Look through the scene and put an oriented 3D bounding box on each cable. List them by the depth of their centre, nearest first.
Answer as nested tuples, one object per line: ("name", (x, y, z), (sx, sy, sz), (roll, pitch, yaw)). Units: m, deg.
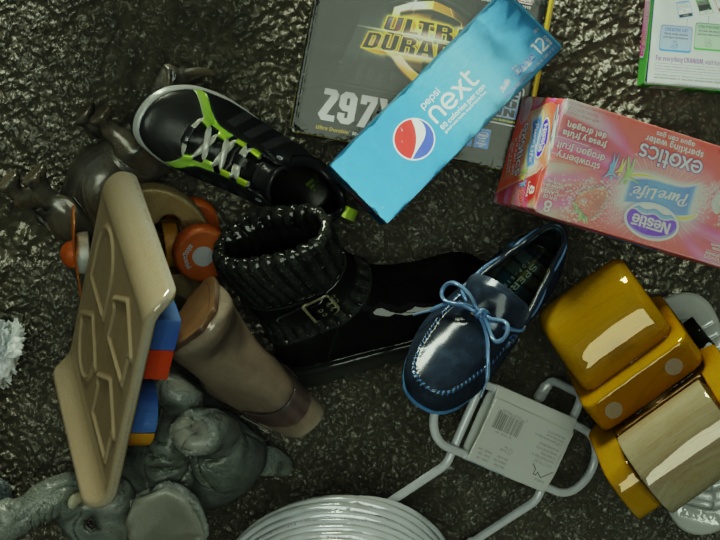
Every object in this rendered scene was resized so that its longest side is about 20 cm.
("cable", (-0.019, 0.271, 1.371), (0.199, 0.069, 0.200), (10, 126, -4))

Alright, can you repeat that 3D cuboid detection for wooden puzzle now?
("wooden puzzle", (-0.182, 0.052, 1.281), (0.046, 0.185, 0.200), (7, 121, -25))

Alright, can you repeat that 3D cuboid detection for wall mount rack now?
("wall mount rack", (0.100, 0.155, 1.379), (0.200, 0.075, 0.174), (26, 89, -38))

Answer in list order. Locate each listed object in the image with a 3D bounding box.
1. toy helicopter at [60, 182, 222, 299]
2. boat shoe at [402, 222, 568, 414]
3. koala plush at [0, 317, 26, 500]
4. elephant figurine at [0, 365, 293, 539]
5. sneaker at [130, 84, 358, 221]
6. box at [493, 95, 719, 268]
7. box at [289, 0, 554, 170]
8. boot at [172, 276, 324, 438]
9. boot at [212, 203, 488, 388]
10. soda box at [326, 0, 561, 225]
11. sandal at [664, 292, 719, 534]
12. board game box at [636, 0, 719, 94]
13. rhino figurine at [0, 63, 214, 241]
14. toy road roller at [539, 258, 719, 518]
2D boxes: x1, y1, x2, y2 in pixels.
("toy helicopter", (-0.201, 0.019, 1.390), (0.132, 0.079, 0.200), (18, 109, -21))
("boat shoe", (0.096, 0.026, 1.307), (0.084, 0.069, 0.200), (32, 53, 5))
("koala plush", (-0.362, 0.121, 1.363), (0.177, 0.184, 0.201), (15, 81, -1))
("elephant figurine", (-0.183, 0.185, 1.378), (0.155, 0.142, 0.200), (38, 86, 13))
("sneaker", (-0.089, -0.093, 1.359), (0.200, 0.083, 0.072), (23, 93, -22))
("box", (0.225, -0.070, 1.356), (0.199, 0.103, 0.095), (15, 92, -17))
("box", (0.051, -0.176, 1.400), (0.199, 0.049, 0.160), (11, 95, -1))
("boot", (-0.089, 0.076, 1.312), (0.146, 0.200, 0.070), (41, 81, -14))
("boot", (0.000, 0.002, 1.355), (0.211, 0.080, 0.158), (-23, 127, 1))
("soda box", (0.066, -0.130, 1.342), (0.068, 0.064, 0.200), (45, 87, -3))
("sandal", (0.273, 0.121, 1.409), (0.082, 0.050, 0.203), (-5, 80, 16))
("board game box", (0.319, -0.248, 1.400), (0.153, 0.040, 0.201), (6, 93, 0))
("rhino figurine", (-0.199, -0.102, 1.393), (0.200, 0.060, 0.087), (-41, 120, 1))
("toy road roller", (0.217, 0.082, 1.302), (0.123, 0.200, 0.146), (-38, 108, 10))
